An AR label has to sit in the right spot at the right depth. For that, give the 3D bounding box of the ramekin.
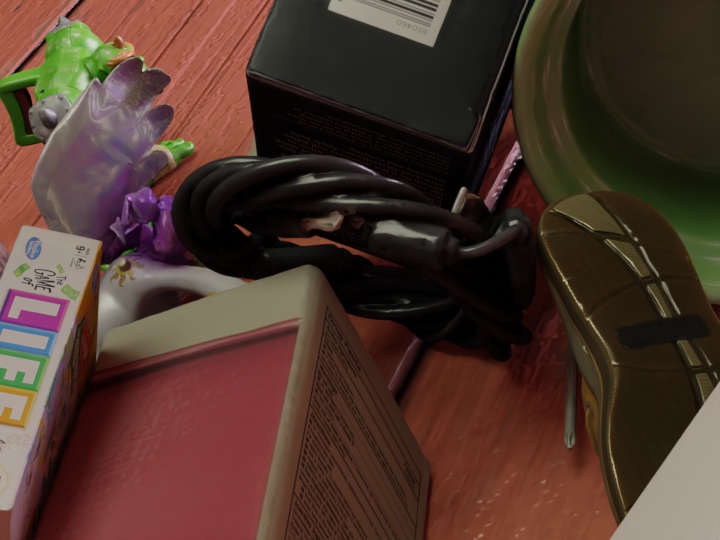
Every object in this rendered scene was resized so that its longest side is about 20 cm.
[{"bbox_3d":[0.172,-0.093,0.714,0.200,0.200,0.098,-15,26,21],"label":"ramekin"}]

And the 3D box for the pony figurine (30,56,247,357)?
[{"bbox_3d":[-0.125,0.011,0.859,0.193,0.167,0.200,-46,50,-14],"label":"pony figurine"}]

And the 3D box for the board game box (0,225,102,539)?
[{"bbox_3d":[-0.143,0.099,0.669,0.034,0.200,0.135,11,47,-1],"label":"board game box"}]

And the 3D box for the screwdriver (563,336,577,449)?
[{"bbox_3d":[0.100,0.013,0.762,0.028,0.029,0.200,-16,28,20],"label":"screwdriver"}]

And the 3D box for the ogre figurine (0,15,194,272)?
[{"bbox_3d":[-0.172,-0.088,1.045,0.098,0.120,0.200,-12,35,25],"label":"ogre figurine"}]

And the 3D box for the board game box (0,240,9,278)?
[{"bbox_3d":[-0.259,0.047,0.717,0.200,0.097,0.159,-29,3,1],"label":"board game box"}]

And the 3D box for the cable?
[{"bbox_3d":[0.000,0.000,0.731,0.163,0.200,0.051,8,77,7],"label":"cable"}]

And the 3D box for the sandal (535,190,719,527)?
[{"bbox_3d":[0.119,0.053,0.654,0.080,0.054,0.200,-5,50,-14],"label":"sandal"}]

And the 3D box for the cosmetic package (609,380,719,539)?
[{"bbox_3d":[0.138,0.112,0.519,0.085,0.108,0.200,9,49,45],"label":"cosmetic package"}]

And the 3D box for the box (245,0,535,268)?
[{"bbox_3d":[0.023,-0.103,0.784,0.107,0.200,0.149,20,75,5],"label":"box"}]

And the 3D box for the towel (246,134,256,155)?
[{"bbox_3d":[-0.016,-0.122,0.997,0.133,0.034,0.200,-37,27,40],"label":"towel"}]

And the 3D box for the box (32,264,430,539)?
[{"bbox_3d":[-0.050,0.115,0.640,0.109,0.128,0.200,-17,32,18],"label":"box"}]
